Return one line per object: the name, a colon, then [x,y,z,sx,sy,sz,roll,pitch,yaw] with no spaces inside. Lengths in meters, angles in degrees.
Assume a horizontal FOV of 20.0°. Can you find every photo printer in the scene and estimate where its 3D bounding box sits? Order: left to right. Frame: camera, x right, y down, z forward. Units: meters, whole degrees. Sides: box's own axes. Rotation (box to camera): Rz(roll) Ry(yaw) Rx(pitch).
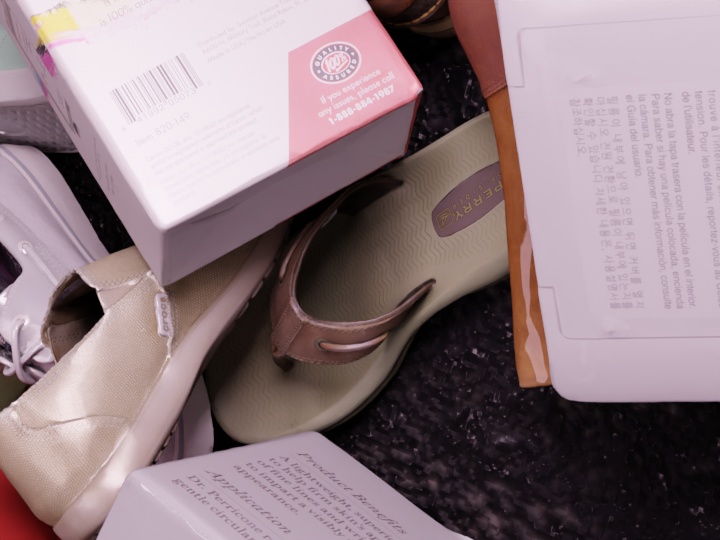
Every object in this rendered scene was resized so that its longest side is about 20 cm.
photo printer: [0.152,-0.037,0.656,0.200,0.069,0.167,-2,115,21]

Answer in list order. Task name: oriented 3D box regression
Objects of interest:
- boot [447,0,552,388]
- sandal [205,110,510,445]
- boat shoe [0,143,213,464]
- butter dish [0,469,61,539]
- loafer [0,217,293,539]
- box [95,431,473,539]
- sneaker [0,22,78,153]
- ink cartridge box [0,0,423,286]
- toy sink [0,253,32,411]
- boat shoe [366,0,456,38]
boot: [0.126,-0.064,0.727,0.188,0.068,0.201,-12,91,14]
sandal: [0.000,-0.001,0.829,0.201,0.057,0.080,-41,66,30]
boat shoe: [-0.137,0.019,0.907,0.200,0.068,0.072,56,138,25]
butter dish: [-0.184,0.138,0.874,0.199,0.200,0.148,-48,69,27]
loafer: [-0.088,0.015,0.829,0.068,0.200,0.076,34,142,-11]
box: [-0.021,0.200,0.790,0.199,0.131,0.200,35,111,27]
sneaker: [-0.125,-0.124,0.926,0.200,0.074,0.119,-11,68,46]
ink cartridge box: [-0.078,-0.111,0.800,0.200,0.116,0.068,58,166,14]
toy sink: [-0.248,0.072,0.976,0.200,0.130,0.112,-50,62,25]
boat shoe: [0.014,-0.195,0.813,0.072,0.067,0.201,-9,84,37]
